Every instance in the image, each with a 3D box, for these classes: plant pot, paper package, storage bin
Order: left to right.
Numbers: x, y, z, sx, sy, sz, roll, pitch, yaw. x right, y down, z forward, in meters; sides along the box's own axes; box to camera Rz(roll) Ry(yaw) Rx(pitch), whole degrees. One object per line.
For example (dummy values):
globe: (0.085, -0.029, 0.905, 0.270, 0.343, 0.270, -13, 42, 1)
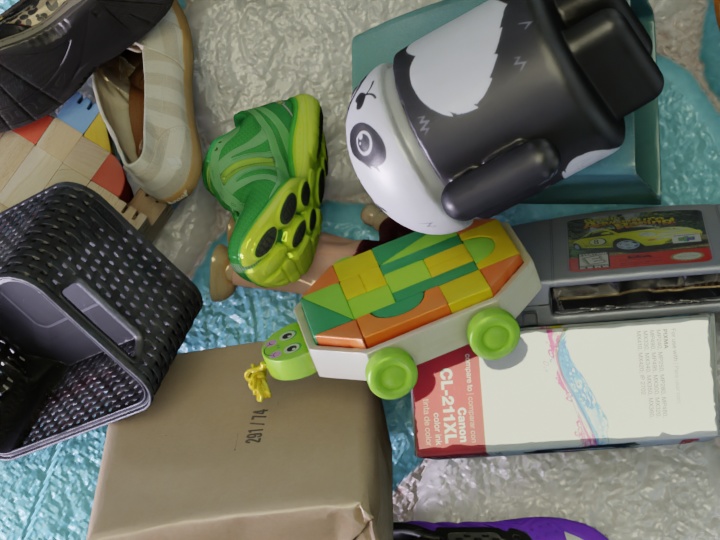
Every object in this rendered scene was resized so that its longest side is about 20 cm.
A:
storage bin: (-0.223, 0.038, 1.355, 0.135, 0.200, 0.094, 45, 46, -23)
paper package: (-0.075, 0.143, 1.330, 0.191, 0.200, 0.104, -8, 123, 6)
plant pot: (0.100, -0.120, 1.380, 0.200, 0.141, 0.141, -2, 83, 15)

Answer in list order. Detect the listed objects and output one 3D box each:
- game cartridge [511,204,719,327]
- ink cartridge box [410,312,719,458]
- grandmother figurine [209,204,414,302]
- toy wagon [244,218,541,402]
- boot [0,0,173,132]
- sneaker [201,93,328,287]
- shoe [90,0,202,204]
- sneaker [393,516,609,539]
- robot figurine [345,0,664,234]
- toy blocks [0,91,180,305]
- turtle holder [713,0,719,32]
game cartridge: (0.190, -0.006, 1.355, 0.200, 0.133, 0.041, -5, 107, 6)
ink cartridge box: (0.140, 0.081, 1.342, 0.200, 0.146, 0.083, -4, 83, 8)
grandmother figurine: (0.000, 0.000, 1.407, 0.200, 0.061, 0.121, 10, 57, 16)
toy wagon: (0.016, 0.028, 1.286, 0.200, 0.155, 0.040, -21, 116, -2)
boot: (-0.237, -0.196, 1.438, 0.200, 0.073, 0.151, -35, 45, 10)
sneaker: (-0.071, -0.052, 1.385, 0.084, 0.200, 0.074, -5, 123, 10)
shoe: (-0.157, -0.140, 1.422, 0.070, 0.053, 0.200, -37, 51, 30)
sneaker: (0.073, 0.206, 1.359, 0.200, 0.100, 0.070, -2, 85, 8)
robot figurine: (0.086, -0.106, 1.246, 0.200, 0.150, 0.125, -28, 86, 18)
toy blocks: (-0.218, -0.064, 1.446, 0.200, 0.100, 0.137, 31, 76, 10)
turtle holder: (0.330, -0.189, 1.370, 0.185, 0.141, 0.132, 4, 101, -31)
